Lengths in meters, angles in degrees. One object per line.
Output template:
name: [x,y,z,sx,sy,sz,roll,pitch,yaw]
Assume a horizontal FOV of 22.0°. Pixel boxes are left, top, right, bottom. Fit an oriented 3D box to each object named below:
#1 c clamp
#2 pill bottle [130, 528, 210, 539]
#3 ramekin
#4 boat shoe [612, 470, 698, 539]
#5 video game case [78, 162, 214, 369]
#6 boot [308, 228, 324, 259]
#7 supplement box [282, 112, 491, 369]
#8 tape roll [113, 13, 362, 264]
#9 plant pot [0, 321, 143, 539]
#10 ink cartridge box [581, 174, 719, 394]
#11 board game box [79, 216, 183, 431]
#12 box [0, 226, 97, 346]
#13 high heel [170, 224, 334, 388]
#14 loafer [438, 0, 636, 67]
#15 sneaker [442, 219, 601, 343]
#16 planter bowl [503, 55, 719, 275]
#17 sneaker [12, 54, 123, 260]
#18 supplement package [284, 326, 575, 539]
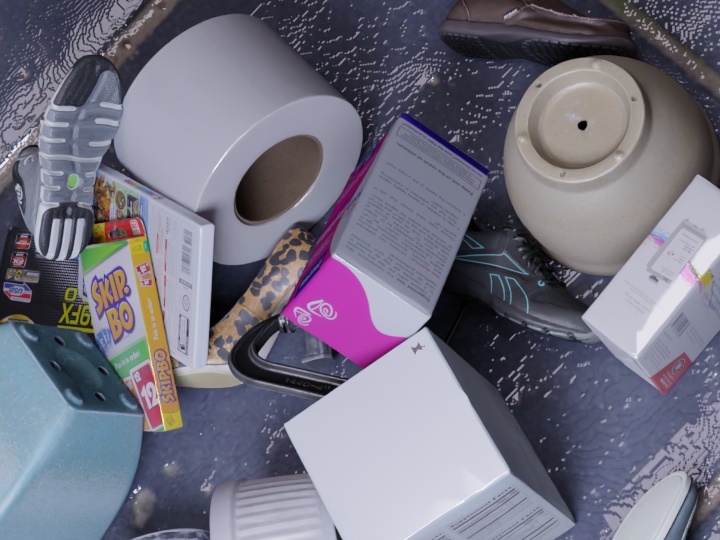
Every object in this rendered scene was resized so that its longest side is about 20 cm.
c clamp: [-0.014,0.072,1.694,0.199,0.027,0.171,8,37,13]
pill bottle: [-0.163,0.345,1.677,0.106,0.106,0.201,-19,65,16]
ramekin: [-0.052,0.271,1.610,0.105,0.200,0.201,-14,66,8]
boat shoe: [0.242,0.268,1.571,0.062,0.073,0.201,33,76,-14]
video game case: [-0.206,-0.008,1.749,0.200,0.018,0.144,27,121,43]
boot: [0.000,0.000,1.723,0.097,0.075,0.200,-40,28,36]
supplement box: [0.025,-0.025,1.609,0.101,0.103,0.200,-48,13,44]
tape roll: [-0.117,-0.125,1.772,0.203,0.203,0.139,-46,62,2]
plant pot: [-0.320,0.159,1.729,0.200,0.196,0.196,-48,64,17]
ink cartridge box: [0.291,-0.001,1.603,0.067,0.116,0.200,40,89,29]
board game box: [-0.220,0.052,1.750,0.095,0.030,0.201,-6,93,52]
box: [-0.282,0.043,1.870,0.199,0.044,0.161,5,73,24]
high heel: [-0.124,0.036,1.790,0.199,0.071,0.143,-9,69,8]
loafer: [0.170,-0.239,1.763,0.199,0.073,0.071,12,76,25]
sneaker: [0.141,0.005,1.681,0.199,0.075,0.080,25,93,29]
planter bowl: [0.213,-0.111,1.665,0.199,0.135,0.201,-8,69,21]
sneaker: [-0.291,-0.120,1.758,0.115,0.075,0.201,35,114,52]
supplement package: [0.063,0.175,1.588,0.150,0.200,0.152,-34,62,8]
